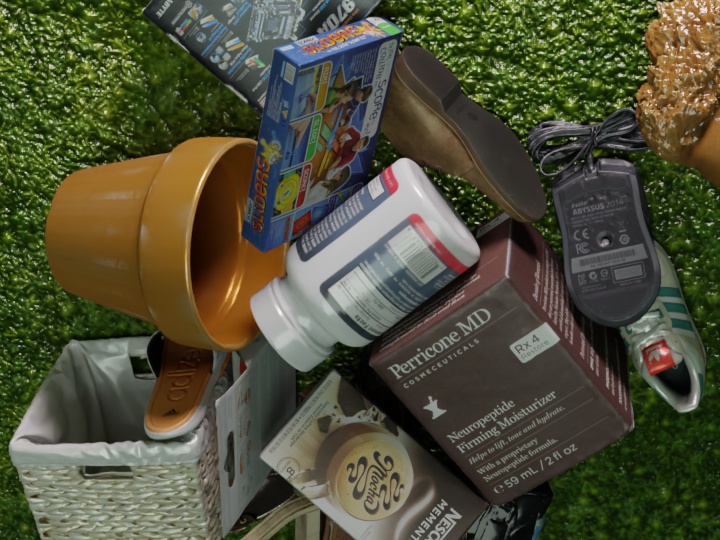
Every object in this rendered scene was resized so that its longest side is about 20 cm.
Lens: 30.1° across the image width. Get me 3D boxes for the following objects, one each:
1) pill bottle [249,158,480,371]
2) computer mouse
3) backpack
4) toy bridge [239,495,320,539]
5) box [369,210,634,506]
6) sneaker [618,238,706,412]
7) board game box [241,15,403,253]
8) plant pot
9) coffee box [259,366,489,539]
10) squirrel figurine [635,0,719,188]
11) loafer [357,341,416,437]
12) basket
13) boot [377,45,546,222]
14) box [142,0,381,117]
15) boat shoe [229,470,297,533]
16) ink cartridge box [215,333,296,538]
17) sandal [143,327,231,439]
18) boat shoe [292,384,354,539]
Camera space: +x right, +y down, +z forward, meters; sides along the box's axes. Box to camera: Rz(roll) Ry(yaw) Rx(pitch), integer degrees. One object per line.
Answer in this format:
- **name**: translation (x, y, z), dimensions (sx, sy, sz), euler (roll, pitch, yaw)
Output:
- **pill bottle**: translation (0.000, 0.000, 1.247), dimensions (0.200, 0.120, 0.120), euler (-37, 106, 12)
- **computer mouse**: translation (0.235, -0.046, 1.253), dimensions (0.138, 0.053, 0.201), euler (-7, 83, 16)
- **backpack**: translation (0.111, 0.307, 1.437), dimensions (0.163, 0.154, 0.201), euler (5, 96, 1)
- **toy bridge**: translation (-0.054, 0.263, 1.378), dimensions (0.199, 0.027, 0.067), euler (-16, 125, -27)
- **box**: translation (0.139, 0.081, 1.294), dimensions (0.166, 0.164, 0.200), euler (-34, 107, 23)
- **sneaker**: translation (0.284, 0.050, 1.296), dimensions (0.070, 0.093, 0.200), euler (-23, 111, 18)
- **board game box**: translation (-0.036, -0.123, 1.218), dimensions (0.034, 0.135, 0.200), euler (37, 132, 27)
- **plant pot**: translation (-0.192, -0.031, 1.285), dimensions (0.183, 0.200, 0.201), euler (6, 119, 23)
- **coffee box**: translation (0.013, 0.201, 1.311), dimensions (0.200, 0.080, 0.113), euler (40, 87, -1)
- **squirrel figurine**: translation (0.342, -0.168, 1.158), dimensions (0.199, 0.142, 0.187), euler (23, 111, -6)
- **loafer**: translation (0.021, 0.176, 1.411), dimensions (0.073, 0.072, 0.201), euler (-1, 117, 7)
- **basket**: translation (-0.227, 0.185, 1.383), dimensions (0.197, 0.200, 0.161), euler (-2, 118, 10)
- **boot**: translation (0.092, -0.114, 1.252), dimensions (0.200, 0.074, 0.075), euler (48, 127, 3)
- **box**: translation (-0.078, -0.258, 1.221), dimensions (0.159, 0.046, 0.200), euler (40, 115, -12)
- **boat shoe**: translation (-0.153, 0.264, 1.485), dimensions (0.199, 0.070, 0.071), euler (-23, 110, 17)
- **ink cartridge box**: translation (-0.119, 0.145, 1.344), dimensions (0.050, 0.200, 0.163), euler (10, 119, 18)
- **sandal**: translation (-0.174, 0.085, 1.319), dimensions (0.079, 0.207, 0.059), euler (-9, 119, 6)
- **boat shoe**: translation (-0.039, 0.218, 1.428), dimensions (0.072, 0.076, 0.201), euler (-23, 115, -21)
